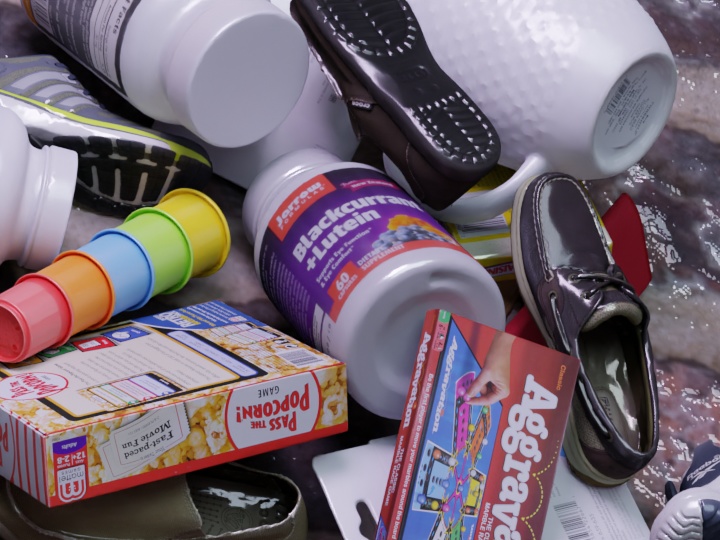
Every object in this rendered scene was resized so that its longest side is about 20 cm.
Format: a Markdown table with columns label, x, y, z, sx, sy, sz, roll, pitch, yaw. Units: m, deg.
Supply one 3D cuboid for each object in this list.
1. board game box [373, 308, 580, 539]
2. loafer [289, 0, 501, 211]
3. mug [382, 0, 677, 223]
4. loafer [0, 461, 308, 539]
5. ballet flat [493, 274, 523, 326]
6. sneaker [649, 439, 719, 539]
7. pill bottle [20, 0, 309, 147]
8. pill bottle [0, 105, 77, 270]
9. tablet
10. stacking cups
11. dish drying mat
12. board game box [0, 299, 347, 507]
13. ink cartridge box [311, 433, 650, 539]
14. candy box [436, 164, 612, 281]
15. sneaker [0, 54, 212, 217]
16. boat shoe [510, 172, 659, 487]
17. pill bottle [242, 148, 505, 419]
| label | x | y | z | sx | sy | sz | roll | pitch | yaw |
| --- | --- | --- | --- | --- | --- | --- | --- | --- | --- |
| board game box | 0.063 | 0.133 | 1.592 | 0.103 | 0.019 | 0.201 | 20 | 76 | -27 |
| loafer | 0.009 | -0.115 | 1.713 | 0.073 | 0.071 | 0.200 | -10 | 53 | -35 |
| mug | 0.096 | -0.118 | 1.768 | 0.175 | 0.148 | 0.200 | 31 | 77 | 33 |
| loafer | -0.122 | 0.133 | 1.606 | 0.199 | 0.068 | 0.076 | 6 | 53 | -19 |
| ballet flat | 0.102 | 0.012 | 1.795 | 0.063 | 0.069 | 0.200 | 49 | 52 | -5 |
| sneaker | 0.215 | 0.148 | 1.665 | 0.199 | 0.079 | 0.130 | 44 | 28 | -51 |
| pill bottle | -0.127 | -0.164 | 1.753 | 0.116 | 0.117 | 0.200 | -19 | 39 | -32 |
| pill bottle | -0.278 | -0.057 | 1.656 | 0.199 | 0.113 | 0.113 | 13 | 51 | -13 |
| tablet | -0.042 | -0.147 | 1.821 | 0.130 | 0.014 | 0.201 | 26 | 80 | -4 |
| stacking cups | -0.162 | 0.004 | 1.662 | 0.061 | 0.061 | 0.200 | 45 | 37 | 14 |
| dish drying mat | 0.134 | 0.032 | 1.792 | 0.018 | 0.077 | 0.200 | 13 | 41 | 33 |
| board game box | -0.131 | 0.074 | 1.604 | 0.199 | 0.047 | 0.151 | -12 | 20 | -30 |
| ink cartridge box | 0.065 | 0.157 | 1.665 | 0.199 | 0.067 | 0.116 | -10 | 60 | -29 |
| candy box | 0.092 | -0.061 | 1.815 | 0.102 | 0.027 | 0.200 | -4 | 36 | -11 |
| sneaker | -0.189 | -0.098 | 1.754 | 0.199 | 0.074 | 0.081 | 18 | 47 | -11 |
| boat shoe | 0.147 | 0.030 | 1.674 | 0.073 | 0.065 | 0.201 | -10 | 79 | -31 |
| pill bottle | 0.000 | 0.000 | 1.691 | 0.111 | 0.112 | 0.200 | -4 | 27 | -25 |
